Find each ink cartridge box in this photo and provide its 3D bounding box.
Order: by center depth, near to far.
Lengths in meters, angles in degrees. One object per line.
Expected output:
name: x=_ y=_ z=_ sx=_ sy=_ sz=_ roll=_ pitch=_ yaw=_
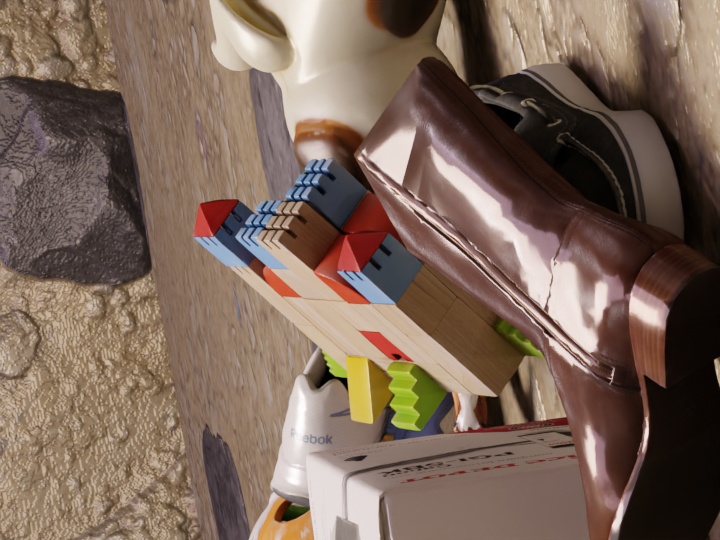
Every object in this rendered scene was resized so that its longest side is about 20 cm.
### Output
ink cartridge box: x=0.063 y=0.123 z=1.359 sx=0.200 sy=0.147 sz=0.083 roll=-173 pitch=76 yaw=-79

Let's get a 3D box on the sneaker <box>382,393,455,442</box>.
sneaker: x=0.060 y=0.148 z=1.658 sx=0.075 sy=0.088 sz=0.200 roll=12 pitch=-102 yaw=-62

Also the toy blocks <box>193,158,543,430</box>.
toy blocks: x=0.000 y=0.000 z=1.490 sx=0.137 sy=0.100 sz=0.200 roll=42 pitch=163 yaw=-23

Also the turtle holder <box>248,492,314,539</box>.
turtle holder: x=0.006 y=0.202 z=1.877 sx=0.141 sy=0.185 sz=0.132 roll=-37 pitch=59 yaw=43

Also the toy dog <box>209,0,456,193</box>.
toy dog: x=0.006 y=-0.138 z=1.537 sx=0.194 sy=0.139 sz=0.200 roll=6 pitch=108 yaw=42

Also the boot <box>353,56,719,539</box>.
boot: x=0.071 y=0.024 z=1.241 sx=0.200 sy=0.064 sz=0.187 roll=36 pitch=132 yaw=39

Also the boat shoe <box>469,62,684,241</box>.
boat shoe: x=0.090 y=-0.043 z=1.291 sx=0.200 sy=0.057 sz=0.069 roll=-130 pitch=30 yaw=-69

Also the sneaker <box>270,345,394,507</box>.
sneaker: x=0.008 y=0.063 z=1.702 sx=0.200 sy=0.074 sz=0.087 roll=-55 pitch=-28 yaw=-60

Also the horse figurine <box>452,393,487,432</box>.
horse figurine: x=0.044 y=0.006 z=1.637 sx=0.200 sy=0.050 sz=0.133 roll=-132 pitch=35 yaw=-62
